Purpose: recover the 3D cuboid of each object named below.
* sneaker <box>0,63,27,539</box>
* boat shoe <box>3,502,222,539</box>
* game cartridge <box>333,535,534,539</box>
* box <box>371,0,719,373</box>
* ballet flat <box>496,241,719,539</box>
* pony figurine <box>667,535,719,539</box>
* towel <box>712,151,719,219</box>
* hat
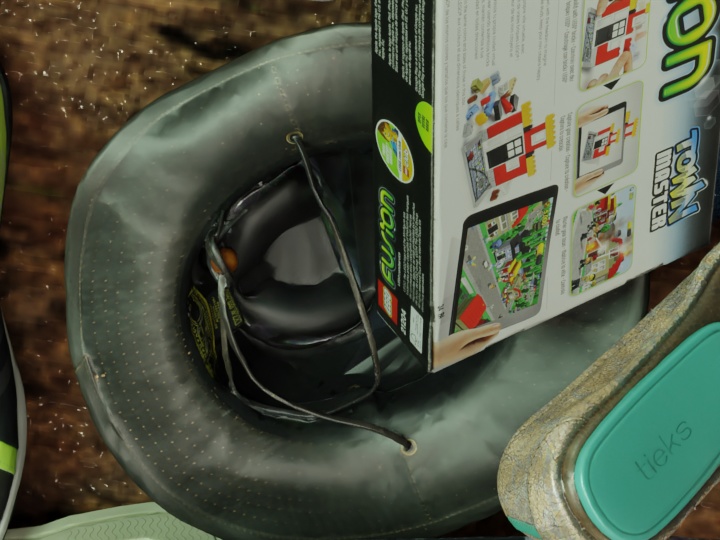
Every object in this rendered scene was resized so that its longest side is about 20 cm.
[{"bbox_3d":[-0.156,0.013,0.918,0.071,0.083,0.201,-1,101,3],"label":"sneaker"},{"bbox_3d":[-0.140,0.131,0.982,0.199,0.072,0.068,-3,135,6],"label":"boat shoe"},{"bbox_3d":[-0.001,0.137,0.918,0.199,0.039,0.130,-2,137,6],"label":"game cartridge"},{"bbox_3d":[0.057,-0.069,0.789,0.110,0.035,0.201,-24,138,-22],"label":"box"},{"bbox_3d":[0.117,0.023,0.871,0.200,0.067,0.068,-33,97,-28],"label":"ballet flat"},{"bbox_3d":[0.205,0.082,0.925,0.192,0.166,0.201,10,84,24],"label":"pony figurine"},{"bbox_3d":[0.109,-0.112,0.902,0.111,0.049,0.201,-12,110,4],"label":"towel"},{"bbox_3d":[0.000,0.000,0.931,0.199,0.081,0.202,1,107,3],"label":"hat"}]
